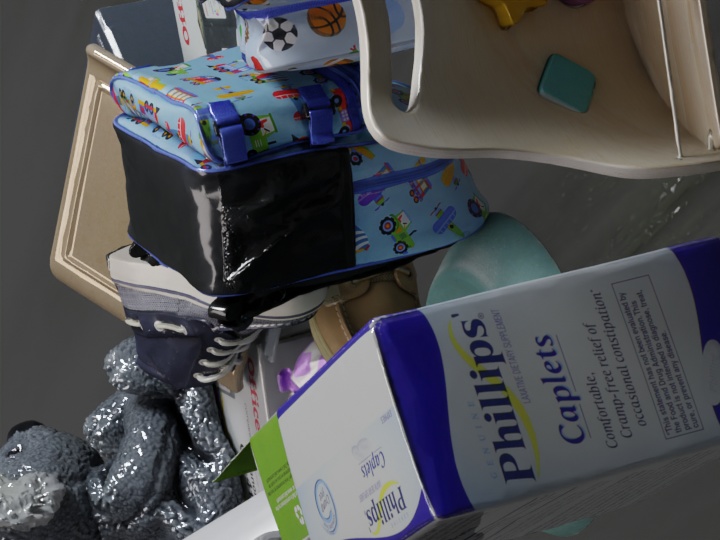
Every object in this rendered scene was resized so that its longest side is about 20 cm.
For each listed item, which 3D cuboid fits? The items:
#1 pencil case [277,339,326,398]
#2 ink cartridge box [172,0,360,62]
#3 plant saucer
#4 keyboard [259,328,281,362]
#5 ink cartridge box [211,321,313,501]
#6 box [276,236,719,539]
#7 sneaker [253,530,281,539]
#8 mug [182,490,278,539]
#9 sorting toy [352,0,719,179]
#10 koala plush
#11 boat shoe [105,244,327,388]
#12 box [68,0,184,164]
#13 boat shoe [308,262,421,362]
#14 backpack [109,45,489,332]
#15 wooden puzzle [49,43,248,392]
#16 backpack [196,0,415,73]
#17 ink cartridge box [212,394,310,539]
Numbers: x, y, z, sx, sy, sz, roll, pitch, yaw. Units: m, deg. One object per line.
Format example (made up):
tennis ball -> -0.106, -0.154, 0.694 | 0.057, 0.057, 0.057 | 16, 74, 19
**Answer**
pencil case -> 0.020, 0.117, 1.578 | 0.200, 0.085, 0.084 | -126, 28, -42
ink cartridge box -> -0.061, -0.208, 1.585 | 0.200, 0.082, 0.147 | -168, 66, -66
plant saucer -> 0.085, 0.067, 1.454 | 0.200, 0.036, 0.201 | 166, 90, -69
keyboard -> -0.046, -0.038, 1.609 | 0.056, 0.011, 0.201 | -105, 25, -60
ink cartridge box -> -0.066, 0.090, 1.777 | 0.200, 0.085, 0.148 | -154, 54, -65
box -> 0.081, 0.075, 1.239 | 0.184, 0.199, 0.105 | 133, 121, -65
sneaker -> 0.010, 0.242, 1.550 | 0.078, 0.199, 0.100 | -71, 3, -76
mug -> -0.034, 0.215, 1.650 | 0.150, 0.153, 0.186 | 55, -170, 32
sorting toy -> 0.076, -0.135, 1.154 | 0.107, 0.179, 0.201 | -167, 66, -66
koala plush -> -0.200, 0.165, 1.770 | 0.184, 0.199, 0.177 | 67, 159, 17
boat shoe -> -0.086, 0.034, 1.594 | 0.200, 0.074, 0.093 | 13, 121, 50
box -> -0.139, -0.091, 1.819 | 0.200, 0.107, 0.149 | 112, 139, -57
boat shoe -> 0.000, 0.000, 1.565 | 0.065, 0.071, 0.200 | 107, 149, -44
backpack -> -0.030, -0.064, 1.434 | 0.182, 0.199, 0.135 | -147, 48, -61
wooden puzzle -> -0.131, -0.038, 1.675 | 0.185, 0.037, 0.201 | 30, 126, 28
backpack -> -0.014, -0.195, 1.363 | 0.191, 0.199, 0.155 | -123, 27, -68
ink cartridge box -> 0.011, 0.113, 1.416 | 0.200, 0.147, 0.076 | 131, 121, -65
